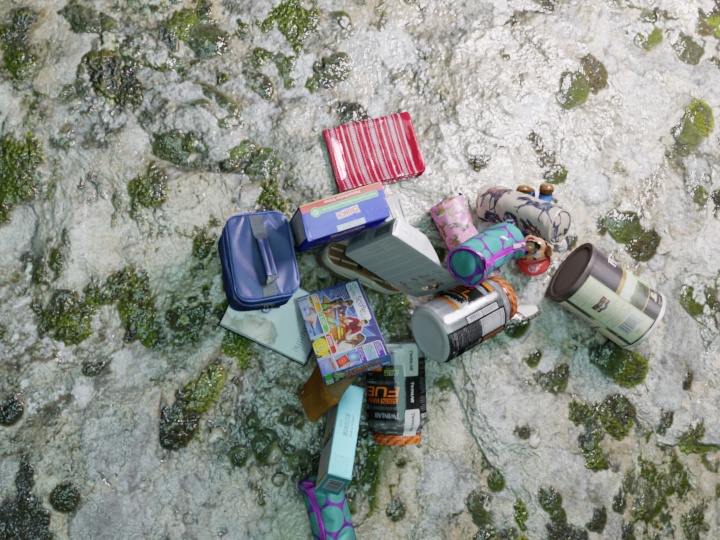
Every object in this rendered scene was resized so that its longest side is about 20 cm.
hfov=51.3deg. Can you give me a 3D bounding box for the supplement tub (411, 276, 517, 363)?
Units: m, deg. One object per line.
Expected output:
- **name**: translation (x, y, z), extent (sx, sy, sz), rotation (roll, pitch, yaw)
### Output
- **supplement tub**: translation (0.210, 0.091, 1.490), extent (0.200, 0.122, 0.123), rotation (-24, 91, -30)

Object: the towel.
- **towel**: translation (0.031, -0.254, 1.604), extent (0.200, 0.022, 0.145), rotation (-15, 88, -11)

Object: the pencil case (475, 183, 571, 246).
- **pencil case**: translation (0.339, -0.115, 1.563), extent (0.078, 0.200, 0.090), rotation (-39, 136, -31)

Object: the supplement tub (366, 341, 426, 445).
- **supplement tub**: translation (0.073, 0.247, 1.524), extent (0.122, 0.123, 0.201), rotation (-1, 86, -11)

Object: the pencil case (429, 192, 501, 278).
- **pencil case**: translation (0.223, -0.061, 1.595), extent (0.086, 0.083, 0.200), rotation (-27, 91, -21)

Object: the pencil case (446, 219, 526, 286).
- **pencil case**: translation (0.252, -0.035, 1.478), extent (0.200, 0.092, 0.085), rotation (-28, 112, -49)

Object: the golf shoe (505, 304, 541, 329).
- **golf shoe**: translation (0.290, 0.088, 1.604), extent (0.200, 0.077, 0.088), rotation (-10, 81, -12)

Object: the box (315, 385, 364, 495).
- **box**: translation (-0.039, 0.328, 1.469), extent (0.049, 0.082, 0.200), rotation (18, 49, -10)

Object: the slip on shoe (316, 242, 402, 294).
- **slip on shoe**: translation (0.000, 0.000, 1.563), extent (0.200, 0.061, 0.076), rotation (19, 66, -27)

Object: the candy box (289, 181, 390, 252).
- **candy box**: translation (-0.046, -0.101, 1.486), extent (0.169, 0.200, 0.077), rotation (-17, 89, -12)

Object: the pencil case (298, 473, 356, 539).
- **pencil case**: translation (-0.061, 0.503, 1.488), extent (0.085, 0.092, 0.200), rotation (-17, 87, 25)

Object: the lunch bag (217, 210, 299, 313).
- **lunch bag**: translation (-0.200, -0.011, 1.467), extent (0.136, 0.132, 0.200), rotation (-10, 78, -18)

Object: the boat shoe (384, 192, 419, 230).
- **boat shoe**: translation (0.097, -0.068, 1.582), extent (0.066, 0.072, 0.200), rotation (-23, 83, -9)

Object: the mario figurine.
- **mario figurine**: translation (0.372, -0.089, 1.611), extent (0.106, 0.123, 0.201), rotation (6, 80, -23)

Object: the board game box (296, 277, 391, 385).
- **board game box**: translation (-0.035, 0.115, 1.464), extent (0.135, 0.034, 0.200), rotation (-18, 50, -5)

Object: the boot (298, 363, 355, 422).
- **boot**: translation (-0.075, 0.196, 1.519), extent (0.071, 0.201, 0.144), rotation (29, 121, -27)

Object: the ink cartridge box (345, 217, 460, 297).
- **ink cartridge box**: translation (0.093, -0.021, 1.494), extent (0.200, 0.160, 0.047), rotation (31, 60, -27)

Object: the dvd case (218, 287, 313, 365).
- **dvd case**: translation (-0.172, 0.091, 1.541), extent (0.200, 0.018, 0.143), rotation (26, 81, -8)

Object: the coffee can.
- **coffee can**: translation (0.529, 0.056, 1.614), extent (0.200, 0.146, 0.147), rotation (34, 81, -7)
